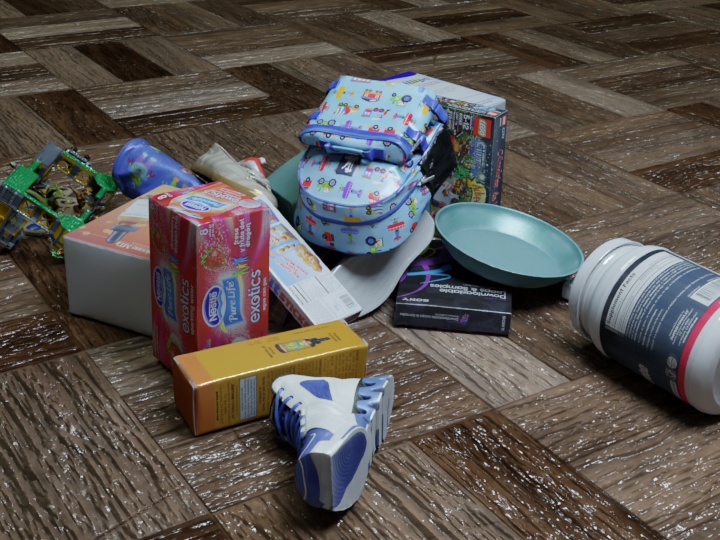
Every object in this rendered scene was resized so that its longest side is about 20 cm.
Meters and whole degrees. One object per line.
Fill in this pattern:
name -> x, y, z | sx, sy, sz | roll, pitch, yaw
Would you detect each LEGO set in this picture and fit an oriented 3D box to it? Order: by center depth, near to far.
LEGO set -> -0.435, -0.078, 1.432 | 0.154, 0.116, 0.200 | 30, 30, -18

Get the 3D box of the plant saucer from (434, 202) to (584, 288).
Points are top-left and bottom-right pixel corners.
plant saucer -> 0.189, -0.028, 1.349 | 0.200, 0.036, 0.200 | 12, 28, -6

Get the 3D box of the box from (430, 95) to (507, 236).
box -> 0.132, -0.140, 1.463 | 0.137, 0.200, 0.038 | 19, 33, 31

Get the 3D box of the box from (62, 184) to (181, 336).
box -> -0.243, -0.015, 1.290 | 0.152, 0.106, 0.200 | 14, 28, 22

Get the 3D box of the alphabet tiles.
alphabet tiles -> -0.496, -0.094, 1.543 | 0.200, 0.008, 0.167 | 8, 27, 11

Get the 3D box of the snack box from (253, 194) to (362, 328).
snack box -> -0.087, -0.008, 1.234 | 0.072, 0.024, 0.200 | -24, 63, -39

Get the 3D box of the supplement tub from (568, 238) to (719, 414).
supplement tub -> 0.345, 0.056, 1.149 | 0.140, 0.140, 0.200 | -16, 31, -31

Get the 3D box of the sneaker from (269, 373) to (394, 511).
sneaker -> -0.044, 0.157, 1.002 | 0.115, 0.081, 0.199 | 5, 19, 15

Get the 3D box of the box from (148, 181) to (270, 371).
box -> -0.164, 0.016, 1.125 | 0.095, 0.200, 0.100 | -17, 32, -37

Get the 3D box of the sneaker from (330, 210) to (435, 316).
sneaker -> 0.000, 0.000, 1.334 | 0.200, 0.074, 0.116 | -41, 13, -27

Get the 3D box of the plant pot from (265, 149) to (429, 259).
plant pot -> -0.026, -0.101, 1.450 | 0.200, 0.141, 0.141 | -21, 34, -26

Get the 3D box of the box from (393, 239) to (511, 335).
box -> 0.122, 0.016, 1.333 | 0.143, 0.036, 0.200 | 5, 27, 5

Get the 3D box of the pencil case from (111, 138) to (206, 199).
pencil case -> -0.258, -0.102, 1.445 | 0.200, 0.087, 0.078 | 35, 5, 19

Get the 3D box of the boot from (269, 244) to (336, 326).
boot -> -0.094, -0.014, 1.308 | 0.097, 0.075, 0.200 | 29, 32, 5

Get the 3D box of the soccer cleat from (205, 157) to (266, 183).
soccer cleat -> -0.184, -0.122, 1.512 | 0.085, 0.069, 0.200 | -19, 8, -19

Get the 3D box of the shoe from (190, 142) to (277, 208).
shoe -> -0.164, -0.125, 1.388 | 0.053, 0.070, 0.200 | -53, 41, -5

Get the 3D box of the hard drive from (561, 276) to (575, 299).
hard drive -> 0.375, 0.041, 1.310 | 0.132, 0.027, 0.200 | -20, 34, -38

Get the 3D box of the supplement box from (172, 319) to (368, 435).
supplement box -> -0.093, 0.110, 1.096 | 0.200, 0.069, 0.067 | -13, 31, -25

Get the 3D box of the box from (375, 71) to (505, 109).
box -> 0.108, -0.187, 1.577 | 0.105, 0.184, 0.200 | -23, 35, -38

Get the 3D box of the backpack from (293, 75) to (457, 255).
backpack -> 0.003, -0.123, 1.275 | 0.183, 0.135, 0.200 | 16, 57, 24
